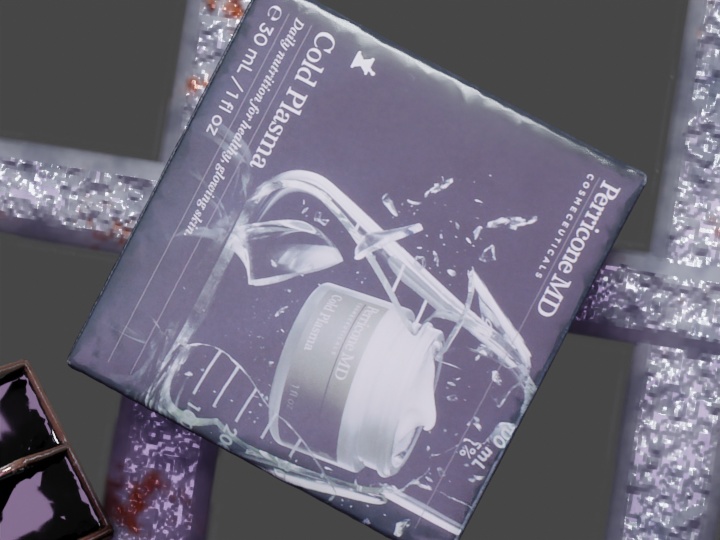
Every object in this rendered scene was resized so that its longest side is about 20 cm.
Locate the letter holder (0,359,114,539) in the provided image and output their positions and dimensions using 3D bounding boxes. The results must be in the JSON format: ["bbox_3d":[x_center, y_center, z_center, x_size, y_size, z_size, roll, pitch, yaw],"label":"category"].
[{"bbox_3d":[-0.237,0.134,0.927,0.199,0.142,0.101,-28,88,4],"label":"letter holder"}]

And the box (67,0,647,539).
[{"bbox_3d":[0.000,0.000,0.924,0.196,0.124,0.201,27,91,2],"label":"box"}]
